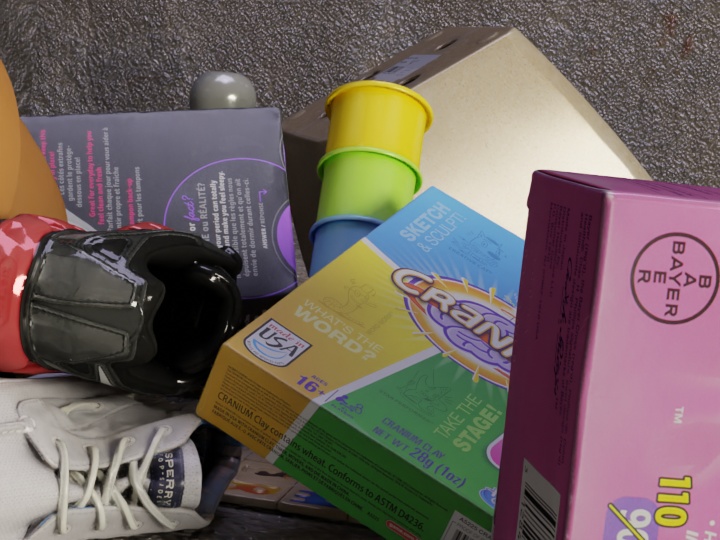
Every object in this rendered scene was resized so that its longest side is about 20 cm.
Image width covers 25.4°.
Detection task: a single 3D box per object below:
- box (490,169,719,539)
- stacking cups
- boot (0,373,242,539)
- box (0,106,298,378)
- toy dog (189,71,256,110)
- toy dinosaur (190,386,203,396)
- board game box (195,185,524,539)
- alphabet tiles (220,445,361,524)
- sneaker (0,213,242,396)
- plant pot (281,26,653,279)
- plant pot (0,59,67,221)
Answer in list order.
[{"bbox_3d":[0.155,0.064,0.549,0.200,0.176,0.097,6,7,-9],"label":"box"},{"bbox_3d":[0.000,0.000,0.817,0.060,0.200,0.061,5,-28,3],"label":"stacking cups"},{"bbox_3d":[-0.110,0.076,0.634,0.096,0.074,0.200,4,7,13],"label":"boot"},{"bbox_3d":[-0.139,-0.009,0.861,0.200,0.122,0.106,-3,-29,-8],"label":"box"},{"bbox_3d":[-0.109,-0.034,1.073,0.132,0.200,0.096,28,6,-27],"label":"toy dog"},{"bbox_3d":[-0.104,0.055,0.963,0.200,0.058,0.101,11,-11,-31],"label":"toy dinosaur"},{"bbox_3d":[0.045,0.046,0.704,0.153,0.040,0.200,31,33,13],"label":"board game box"},{"bbox_3d":[-0.022,0.098,0.806,0.200,0.006,0.166,8,7,11],"label":"alphabet tiles"},{"bbox_3d":[-0.087,0.016,0.692,0.098,0.071,0.200,10,2,17],"label":"sneaker"},{"bbox_3d":[0.055,-0.042,0.983,0.200,0.177,0.200,-32,15,-9],"label":"plant pot"},{"bbox_3d":[-0.223,-0.025,0.716,0.200,0.200,0.140,9,-17,23],"label":"plant pot"}]
